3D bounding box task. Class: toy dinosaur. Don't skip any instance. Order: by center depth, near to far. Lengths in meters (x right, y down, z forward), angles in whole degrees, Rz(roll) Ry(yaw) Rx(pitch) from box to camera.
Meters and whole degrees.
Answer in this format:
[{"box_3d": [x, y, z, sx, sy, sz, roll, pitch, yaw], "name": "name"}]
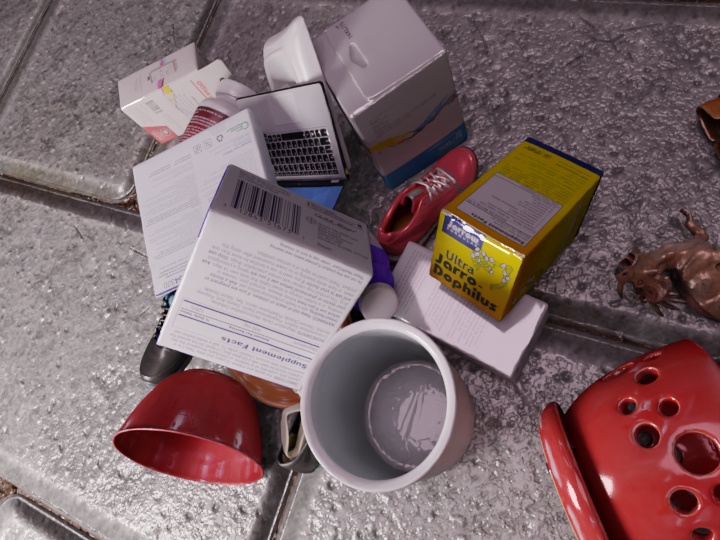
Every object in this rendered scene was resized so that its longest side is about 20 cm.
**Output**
[{"box_3d": [0.397, 0.017, 0.639, 0.199, 0.086, 0.136, 36, 97, 10], "name": "toy dinosaur"}]

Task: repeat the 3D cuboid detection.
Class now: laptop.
[{"box_3d": [-0.121, -0.128, 0.748, 0.186, 0.202, 0.116, 7, 32, 42], "name": "laptop"}]

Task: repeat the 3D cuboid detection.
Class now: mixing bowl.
[{"box_3d": [-0.214, 0.204, 0.745, 0.197, 0.201, 0.110, -4, 51, 18], "name": "mixing bowl"}]

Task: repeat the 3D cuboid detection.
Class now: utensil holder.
[{"box_3d": [0.046, 0.162, 0.645, 0.167, 0.200, 0.173, -6, 70, 18], "name": "utensil holder"}]

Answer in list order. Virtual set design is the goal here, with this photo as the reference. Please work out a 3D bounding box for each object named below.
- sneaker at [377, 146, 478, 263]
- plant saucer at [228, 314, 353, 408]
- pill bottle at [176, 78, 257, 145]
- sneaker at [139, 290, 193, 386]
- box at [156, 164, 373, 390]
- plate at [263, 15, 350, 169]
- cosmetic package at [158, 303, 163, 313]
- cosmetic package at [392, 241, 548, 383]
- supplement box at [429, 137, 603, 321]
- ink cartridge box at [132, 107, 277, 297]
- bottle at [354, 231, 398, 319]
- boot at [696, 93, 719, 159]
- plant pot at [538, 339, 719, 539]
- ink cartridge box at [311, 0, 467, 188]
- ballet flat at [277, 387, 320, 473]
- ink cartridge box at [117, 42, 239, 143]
[{"box_3d": [0.096, -0.099, 0.777, 0.074, 0.087, 0.201, 38, 87, 25], "name": "sneaker"}, {"box_3d": [-0.102, 0.091, 0.781, 0.197, 0.037, 0.204, 1, 93, 12], "name": "plant saucer"}, {"box_3d": [-0.239, -0.208, 0.919, 0.112, 0.113, 0.202, 21, 81, 24], "name": "pill bottle"}, {"box_3d": [-0.257, 0.066, 0.771, 0.073, 0.082, 0.202, 27, 83, 25], "name": "sneaker"}, {"box_3d": [-0.109, 0.015, 0.638, 0.201, 0.182, 0.106, -57, 20, 30], "name": "box"}, {"box_3d": [-0.089, -0.241, 0.795, 0.032, 0.202, 0.199, -25, 21, -16], "name": "plate"}, {"box_3d": [-0.202, 0.025, 0.850, 0.200, 0.071, 0.105, -47, 63, 0], "name": "cosmetic package"}, {"box_3d": [0.131, 0.053, 0.722, 0.198, 0.071, 0.102, 27, 83, 26], "name": "cosmetic package"}, {"box_3d": [0.189, -0.056, 0.672, 0.108, 0.110, 0.199, 34, 54, 26], "name": "supplement box"}, {"box_3d": [-0.202, -0.087, 0.738, 0.194, 0.043, 0.203, -21, 73, 13], "name": "ink cartridge box"}, {"box_3d": [0.000, 0.000, 0.734, 0.084, 0.065, 0.200, -63, 24, 16], "name": "bottle"}, {"box_3d": [0.518, -0.158, 0.657, 0.153, 0.074, 0.202, -21, 55, 11], "name": "boot"}, {"box_3d": [0.289, 0.192, 0.554, 0.181, 0.200, 0.203, -24, 66, 18], "name": "plant pot"}, {"box_3d": [0.044, -0.250, 0.783, 0.145, 0.200, 0.148, -32, 65, 6], "name": "ink cartridge box"}, {"box_3d": [-0.062, 0.173, 0.717, 0.068, 0.068, 0.203, 26, 103, 57], "name": "ballet flat"}, {"box_3d": [-0.309, -0.319, 0.980, 0.198, 0.117, 0.068, -21, 66, 11], "name": "ink cartridge box"}]
